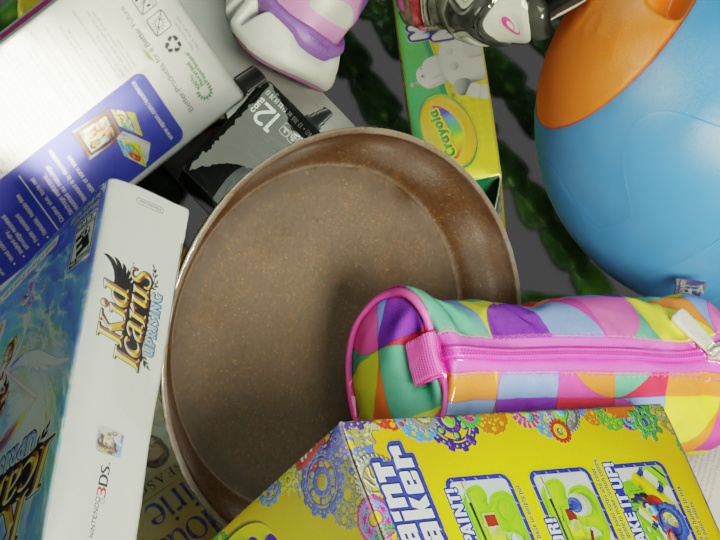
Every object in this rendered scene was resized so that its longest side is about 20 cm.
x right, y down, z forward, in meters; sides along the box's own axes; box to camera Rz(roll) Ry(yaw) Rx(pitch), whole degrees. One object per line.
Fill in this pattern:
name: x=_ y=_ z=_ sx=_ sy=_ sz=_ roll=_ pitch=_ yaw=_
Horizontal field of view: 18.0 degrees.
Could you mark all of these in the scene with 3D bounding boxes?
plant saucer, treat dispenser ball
plant saucer: x=-0.012 y=0.033 z=1.045 sx=0.200 sy=0.201 sz=0.034 roll=-38 pitch=28 yaw=-23
treat dispenser ball: x=0.189 y=-0.078 z=1.167 sx=0.199 sy=0.201 sz=0.202 roll=3 pitch=62 yaw=-5

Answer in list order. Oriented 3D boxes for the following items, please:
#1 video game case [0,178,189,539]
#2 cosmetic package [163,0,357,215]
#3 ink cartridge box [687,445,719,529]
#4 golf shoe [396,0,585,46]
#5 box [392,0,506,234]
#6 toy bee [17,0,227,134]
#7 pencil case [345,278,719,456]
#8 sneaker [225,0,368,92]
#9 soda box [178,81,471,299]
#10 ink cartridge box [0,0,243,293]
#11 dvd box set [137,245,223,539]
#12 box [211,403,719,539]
video game case: x=-0.150 y=0.084 z=1.002 sx=0.045 sy=0.200 sz=0.182 roll=21 pitch=52 yaw=-24
cosmetic package: x=-0.077 y=-0.093 z=1.228 sx=0.082 sy=0.051 sz=0.200 roll=-36 pitch=72 yaw=-23
ink cartridge box: x=0.139 y=0.124 z=1.128 sx=0.199 sy=0.050 sz=0.110 roll=3 pitch=57 yaw=30
golf shoe: x=0.106 y=-0.171 z=1.143 sx=0.092 sy=0.073 sz=0.200 roll=21 pitch=49 yaw=29
box: x=0.047 y=-0.083 z=1.199 sx=0.048 sy=0.118 sz=0.201 roll=-10 pitch=63 yaw=2
toy bee: x=-0.167 y=-0.062 z=1.143 sx=0.199 sy=0.109 sz=0.131 roll=-37 pitch=84 yaw=1
pencil case: x=0.090 y=0.048 z=1.048 sx=0.199 sy=0.088 sz=0.089 roll=-1 pitch=60 yaw=-34
sneaker: x=-0.043 y=-0.185 z=1.229 sx=0.080 sy=0.089 sz=0.201 roll=22 pitch=25 yaw=-40
soda box: x=0.000 y=0.000 z=1.136 sx=0.200 sy=0.071 sz=0.063 roll=44 pitch=83 yaw=-3
ink cartridge box: x=-0.159 y=-0.062 z=1.085 sx=0.200 sy=0.037 sz=0.095 roll=-41 pitch=110 yaw=-17
dvd box set: x=-0.111 y=0.073 z=1.149 sx=0.146 sy=0.029 sz=0.200 roll=-33 pitch=70 yaw=-21
box: x=0.030 y=0.162 z=0.986 sx=0.192 sy=0.200 sz=0.123 roll=0 pitch=58 yaw=-41
